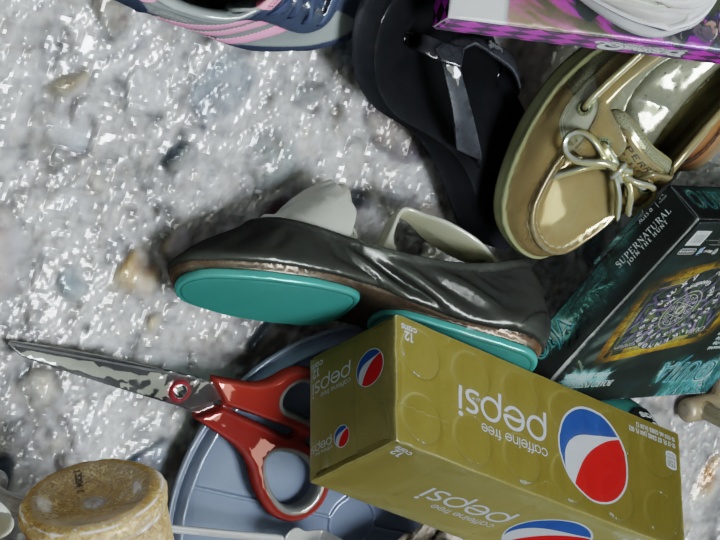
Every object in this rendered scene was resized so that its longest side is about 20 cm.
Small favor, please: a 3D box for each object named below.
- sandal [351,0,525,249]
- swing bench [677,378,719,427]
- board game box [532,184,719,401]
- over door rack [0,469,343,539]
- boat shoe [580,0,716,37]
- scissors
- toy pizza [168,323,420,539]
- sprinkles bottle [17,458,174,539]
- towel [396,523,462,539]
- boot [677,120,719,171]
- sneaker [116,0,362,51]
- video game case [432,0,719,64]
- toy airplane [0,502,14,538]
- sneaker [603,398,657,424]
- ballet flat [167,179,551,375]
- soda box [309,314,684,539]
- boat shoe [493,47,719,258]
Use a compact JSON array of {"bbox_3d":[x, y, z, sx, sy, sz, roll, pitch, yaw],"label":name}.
[{"bbox_3d":[0.055,-0.083,1.370,0.076,0.043,0.200,-59,143,-16],"label":"sandal"},{"bbox_3d":[0.326,0.073,1.585,0.199,0.199,0.131,16,99,-43],"label":"swing bench"},{"bbox_3d":[0.169,0.013,1.471,0.135,0.028,0.200,-49,156,22],"label":"board game box"},{"bbox_3d":[-0.113,0.177,1.339,0.199,0.067,0.149,14,101,-33],"label":"over door rack"},{"bbox_3d":[0.070,-0.166,1.249,0.199,0.066,0.072,33,84,-1],"label":"boat shoe"},{"bbox_3d":[-0.074,0.053,1.338,0.200,0.014,0.073,34,89,-31],"label":"scissors"},{"bbox_3d":[-0.011,0.121,1.420,0.199,0.032,0.202,-10,110,-27],"label":"toy pizza"},{"bbox_3d":[-0.101,0.185,1.267,0.068,0.068,0.201,-25,119,-30],"label":"sprinkles bottle"},{"bbox_3d":[0.010,0.228,1.374,0.200,0.034,0.133,-56,143,-35],"label":"towel"},{"bbox_3d":[0.133,-0.150,1.417,0.154,0.074,0.201,1,107,-35],"label":"boot"},{"bbox_3d":[-0.046,-0.128,1.254,0.199,0.082,0.071,6,105,-47],"label":"sneaker"},{"bbox_3d":[0.139,-0.191,1.318,0.199,0.036,0.183,7,85,-11],"label":"video game case"},{"bbox_3d":[-0.229,0.166,1.213,0.199,0.141,0.200,-15,113,7],"label":"toy airplane"},{"bbox_3d":[0.087,0.148,1.494,0.200,0.080,0.071,-54,136,-8],"label":"sneaker"},{"bbox_3d":[0.000,0.000,1.359,0.199,0.068,0.069,15,64,-25],"label":"ballet flat"},{"bbox_3d":[0.068,0.091,1.379,0.199,0.064,0.068,23,54,-36],"label":"soda box"},{"bbox_3d":[0.146,-0.083,1.375,0.201,0.063,0.073,-45,125,-2],"label":"boat shoe"}]
